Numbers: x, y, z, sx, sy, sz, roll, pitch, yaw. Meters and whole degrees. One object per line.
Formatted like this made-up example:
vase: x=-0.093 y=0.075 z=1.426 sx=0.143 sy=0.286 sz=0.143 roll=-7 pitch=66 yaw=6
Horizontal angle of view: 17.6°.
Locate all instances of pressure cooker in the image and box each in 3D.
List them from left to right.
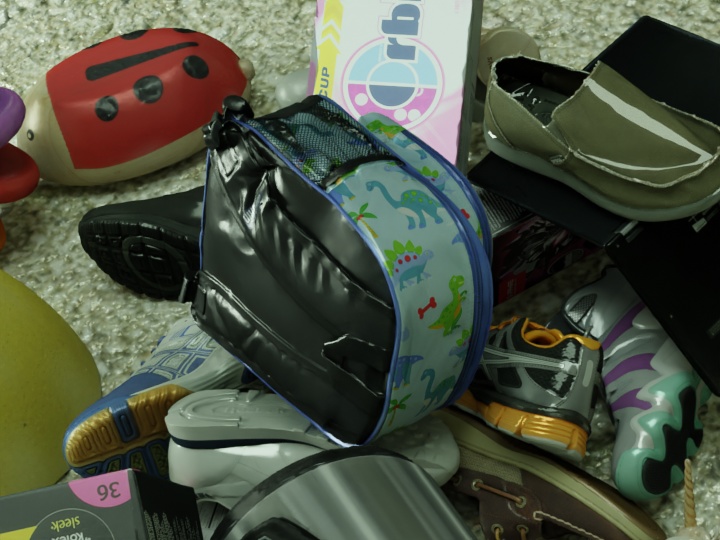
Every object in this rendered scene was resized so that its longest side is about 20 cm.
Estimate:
pressure cooker: x=0.014 y=0.224 z=1.399 sx=0.179 sy=0.176 sz=0.200 roll=-24 pitch=47 yaw=-15

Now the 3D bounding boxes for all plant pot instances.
plant pot: x=-0.300 y=0.064 z=1.658 sx=0.200 sy=0.142 sz=0.200 roll=-8 pitch=48 yaw=9

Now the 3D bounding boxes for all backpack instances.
backpack: x=0.000 y=0.000 z=1.498 sx=0.147 sy=0.183 sz=0.200 roll=-18 pitch=45 yaw=-33

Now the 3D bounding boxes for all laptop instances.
laptop: x=0.215 y=-0.048 z=1.555 sx=0.187 sy=0.200 sz=0.116 roll=-42 pitch=11 yaw=-20

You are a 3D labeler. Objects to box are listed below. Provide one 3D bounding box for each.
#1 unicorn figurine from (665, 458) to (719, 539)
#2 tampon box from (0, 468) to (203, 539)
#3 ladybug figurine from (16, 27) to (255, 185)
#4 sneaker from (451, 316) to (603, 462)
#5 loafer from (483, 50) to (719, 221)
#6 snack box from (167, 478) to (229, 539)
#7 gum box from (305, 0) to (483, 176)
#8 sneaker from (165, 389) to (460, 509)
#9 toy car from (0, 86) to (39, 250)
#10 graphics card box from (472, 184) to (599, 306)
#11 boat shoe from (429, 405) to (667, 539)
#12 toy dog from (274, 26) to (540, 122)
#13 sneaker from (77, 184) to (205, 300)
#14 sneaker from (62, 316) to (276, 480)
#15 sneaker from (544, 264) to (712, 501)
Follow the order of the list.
unicorn figurine: x=0.200 y=0.236 z=1.411 sx=0.137 sy=0.074 sz=0.200 roll=-27 pitch=61 yaw=-21
tampon box: x=-0.178 y=0.202 z=1.435 sx=0.150 sy=0.200 sz=0.126 roll=-13 pitch=79 yaw=4
ladybug figurine: x=-0.182 y=-0.138 z=1.851 sx=0.200 sy=0.072 sz=0.136 roll=-20 pitch=46 yaw=-2
sneaker: x=0.101 y=0.066 z=1.540 sx=0.200 sy=0.078 sz=0.077 roll=22 pitch=91 yaw=59
loafer: x=0.153 y=-0.089 z=1.490 sx=0.200 sy=0.070 sz=0.075 roll=19 pitch=56 yaw=37
snack box: x=-0.093 y=0.132 z=1.615 sx=0.072 sy=0.024 sz=0.200 roll=2 pitch=50 yaw=19
gum box: x=0.022 y=-0.121 z=1.671 sx=0.113 sy=0.066 sz=0.200 roll=4 pitch=76 yaw=10
sneaker: x=-0.030 y=0.128 z=1.538 sx=0.200 sy=0.081 sz=0.076 roll=4 pitch=21 yaw=18
toy car: x=-0.323 y=-0.090 z=1.770 sx=0.150 sy=0.200 sz=0.175 roll=-13 pitch=32 yaw=-1
graphics card box: x=0.130 y=-0.041 z=1.631 sx=0.200 sy=0.125 sz=0.051 roll=-29 pitch=67 yaw=-10
boat shoe: x=0.107 y=0.152 z=1.518 sx=0.200 sy=0.072 sz=0.072 roll=27 pitch=91 yaw=31
toy dog: x=0.046 y=-0.122 z=1.758 sx=0.200 sy=0.096 sz=0.132 roll=-10 pitch=6 yaw=17
sneaker: x=-0.110 y=-0.031 z=1.744 sx=0.200 sy=0.076 sz=0.091 roll=3 pitch=43 yaw=7
sneaker: x=-0.121 y=0.080 z=1.613 sx=0.200 sy=0.075 sz=0.088 roll=-25 pitch=39 yaw=-19
sneaker: x=0.165 y=0.070 z=1.566 sx=0.140 sy=0.078 sz=0.200 roll=7 pitch=43 yaw=24
